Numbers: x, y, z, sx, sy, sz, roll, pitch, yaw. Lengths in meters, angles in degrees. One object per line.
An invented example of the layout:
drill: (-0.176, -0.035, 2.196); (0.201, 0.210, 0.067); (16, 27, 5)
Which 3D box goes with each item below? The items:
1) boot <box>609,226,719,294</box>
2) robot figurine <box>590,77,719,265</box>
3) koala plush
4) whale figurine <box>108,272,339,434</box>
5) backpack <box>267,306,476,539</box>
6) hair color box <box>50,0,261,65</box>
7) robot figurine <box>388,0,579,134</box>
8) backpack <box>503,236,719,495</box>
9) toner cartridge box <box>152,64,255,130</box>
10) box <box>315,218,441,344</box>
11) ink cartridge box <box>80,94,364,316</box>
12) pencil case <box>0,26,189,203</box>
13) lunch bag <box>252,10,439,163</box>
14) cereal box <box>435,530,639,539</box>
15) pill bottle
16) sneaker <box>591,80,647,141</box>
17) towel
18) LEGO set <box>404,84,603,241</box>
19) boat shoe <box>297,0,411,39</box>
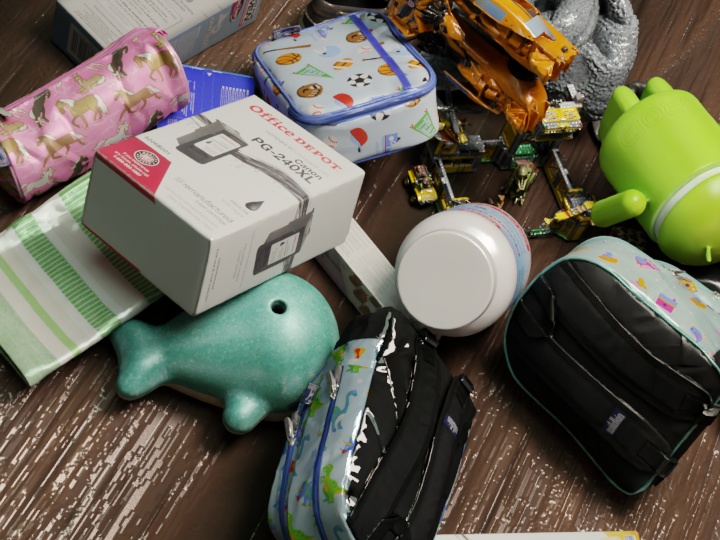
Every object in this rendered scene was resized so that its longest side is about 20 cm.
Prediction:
boot: (0.315, 0.050, 1.530); (0.152, 0.074, 0.206); (7, 63, -3)
robot figurine: (0.307, -0.090, 1.509); (0.174, 0.116, 0.201); (-16, 56, -25)
koala plush: (0.164, -0.240, 1.603); (0.198, 0.177, 0.186); (-3, 70, -31)
whale figurine: (-0.113, 0.060, 1.351); (0.197, 0.104, 0.161); (-1, 58, -16)
backpack: (0.009, 0.162, 1.297); (0.163, 0.152, 0.202); (49, 31, -38)
hair color box: (-0.199, -0.259, 1.566); (0.099, 0.061, 0.199); (44, 55, 13)
robot figurine: (0.105, -0.228, 1.480); (0.200, 0.146, 0.058); (41, 53, 14)
backpack: (0.236, 0.069, 1.423); (0.199, 0.177, 0.153); (38, 37, 9)
toner cartridge box: (-0.151, -0.101, 1.485); (0.094, 0.043, 0.202); (9, 55, -13)
box: (0.000, 0.000, 1.470); (0.041, 0.039, 0.200); (-29, 70, -33)
ink cartridge box: (-0.115, -0.062, 1.349); (0.145, 0.084, 0.199); (36, 39, 24)
pencil case: (-0.250, -0.144, 1.429); (0.199, 0.087, 0.083); (-33, 69, -19)
lunch bag: (-0.012, -0.180, 1.515); (0.158, 0.076, 0.201); (-18, 37, -9)
cereal box: (0.154, 0.293, 1.323); (0.197, 0.040, 0.145); (1, 57, -18)
pill bottle: (0.090, -0.001, 1.393); (0.108, 0.109, 0.200); (34, 11, 6)
sneaker: (0.308, -0.111, 1.618); (0.066, 0.091, 0.201); (-14, 62, -25)
towel: (-0.246, -0.007, 1.367); (0.199, 0.024, 0.152); (-35, 62, -23)
LEGO set: (0.153, -0.108, 1.546); (0.197, 0.116, 0.155); (2, 56, -17)
boat shoe: (0.026, -0.284, 1.650); (0.199, 0.074, 0.075); (-28, 69, -32)
